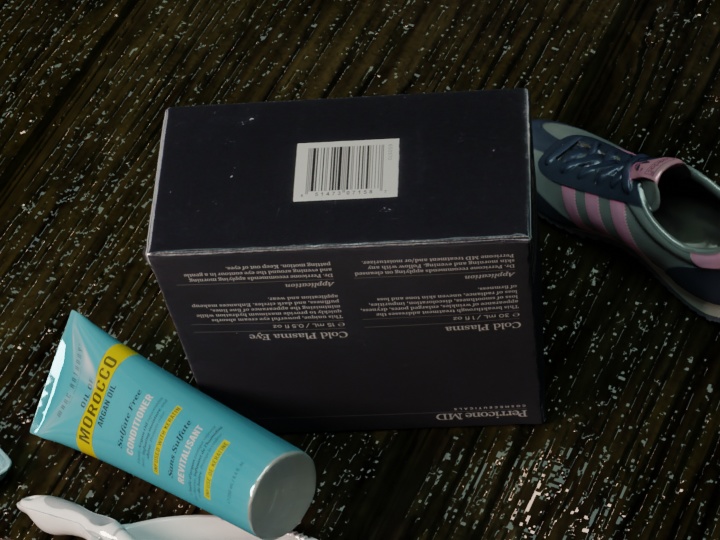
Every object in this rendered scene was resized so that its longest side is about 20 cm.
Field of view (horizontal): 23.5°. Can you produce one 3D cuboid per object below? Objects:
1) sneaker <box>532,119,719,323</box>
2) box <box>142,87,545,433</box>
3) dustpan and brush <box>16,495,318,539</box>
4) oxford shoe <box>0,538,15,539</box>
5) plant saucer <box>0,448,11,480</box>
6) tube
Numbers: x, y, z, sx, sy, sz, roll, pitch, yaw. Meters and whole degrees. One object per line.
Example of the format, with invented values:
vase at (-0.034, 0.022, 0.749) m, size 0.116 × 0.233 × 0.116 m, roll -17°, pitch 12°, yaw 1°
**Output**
sneaker at (0.164, -0.051, 1.032) m, size 0.200 × 0.082 × 0.070 m, roll 32°, pitch 65°, yaw 28°
box at (0.000, 0.000, 0.959) m, size 0.199 × 0.182 × 0.104 m, roll -2°, pitch 53°, yaw 7°
dustpan and brush at (-0.116, 0.156, 0.926) m, size 0.200 × 0.057 × 0.139 m, roll 0°, pitch 13°, yaw 41°
oxford shoe at (-0.213, 0.242, 0.900) m, size 0.075 × 0.070 × 0.200 m, roll -17°, pitch 50°, yaw 30°
plant saucer at (-0.297, 0.154, 0.994) m, size 0.200 × 0.019 × 0.070 m, roll -37°, pitch 57°, yaw -18°
tube at (-0.111, 0.089, 0.968) m, size 0.200 × 0.050 × 0.078 m, roll 22°, pitch 88°, yaw 39°
